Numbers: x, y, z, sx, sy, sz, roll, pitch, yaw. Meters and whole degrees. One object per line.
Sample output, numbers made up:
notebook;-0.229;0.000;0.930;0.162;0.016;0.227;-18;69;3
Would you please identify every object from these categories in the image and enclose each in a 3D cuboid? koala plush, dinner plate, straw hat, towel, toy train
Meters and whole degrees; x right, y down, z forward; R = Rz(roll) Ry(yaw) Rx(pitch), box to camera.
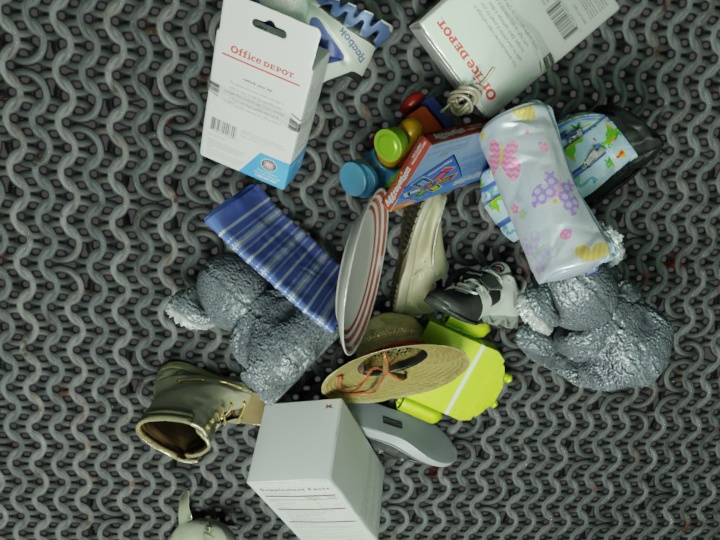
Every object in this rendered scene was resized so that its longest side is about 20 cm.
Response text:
koala plush;-0.134;0.052;0.820;0.200;0.184;0.177;45;88;3
koala plush;0.286;0.042;0.801;0.177;0.184;0.200;-43;126;-3
dinner plate;0.000;0.000;0.750;0.024;0.200;0.201;12;108;9
straw hat;0.039;0.104;0.851;0.200;0.085;0.201;-7;149;-4
towel;-0.088;-0.022;0.785;0.200;0.145;0.024;42;115;-4
toy train;0.062;-0.163;0.741;0.085;0.116;0.200;52;135;5

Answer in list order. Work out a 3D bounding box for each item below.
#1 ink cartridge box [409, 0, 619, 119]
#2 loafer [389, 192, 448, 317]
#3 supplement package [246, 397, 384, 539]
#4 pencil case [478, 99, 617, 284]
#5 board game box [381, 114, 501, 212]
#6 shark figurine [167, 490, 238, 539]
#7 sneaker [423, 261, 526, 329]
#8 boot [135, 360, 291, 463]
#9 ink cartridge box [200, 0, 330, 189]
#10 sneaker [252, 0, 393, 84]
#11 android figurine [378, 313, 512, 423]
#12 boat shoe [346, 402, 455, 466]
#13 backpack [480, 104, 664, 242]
ink cartridge box;0.180;-0.306;0.767;0.200;0.084;0.146;-39;108;8
loafer;0.088;-0.025;0.860;0.068;0.076;0.201;7;117;-10
supplement package;-0.053;0.280;0.870;0.117;0.117;0.200;-8;135;18
pencil case;0.203;-0.085;0.699;0.083;0.091;0.201;-9;72;-41
board game box;0.115;-0.134;0.762;0.019;0.200;0.103;47;133;19
shark figurine;-0.209;0.409;0.956;0.089;0.214;0.129;21;74;-50
sneaker;0.160;0.025;0.852;0.200;0.074;0.089;8;105;-50
boot;-0.191;0.200;0.858;0.199;0.155;0.072;18;106;-11
ink cartridge box;-0.108;-0.209;0.729;0.116;0.068;0.201;23;129;2
sneaker;-0.070;-0.276;0.754;0.199;0.081;0.116;19;103;-13
android figurine;0.127;0.144;0.932;0.199;0.041;0.183;22;104;-9
boat shoe;0.048;0.254;0.952;0.199;0.070;0.066;23;130;-22
backpack;0.252;-0.121;0.806;0.154;0.163;0.200;40;102;1
